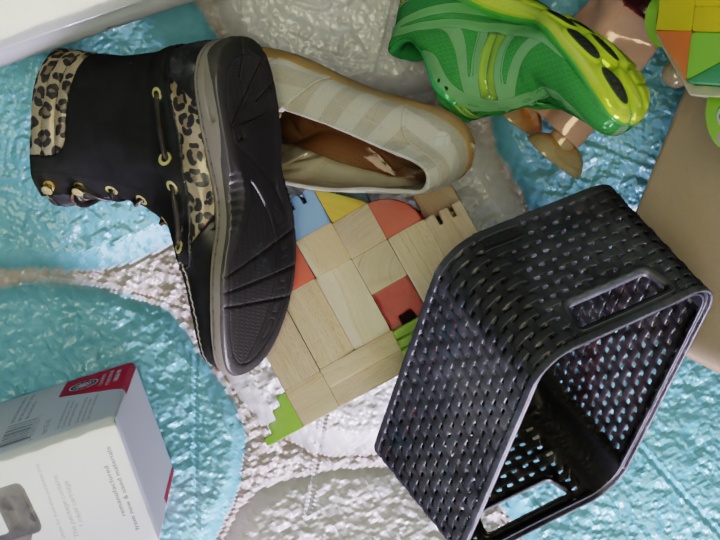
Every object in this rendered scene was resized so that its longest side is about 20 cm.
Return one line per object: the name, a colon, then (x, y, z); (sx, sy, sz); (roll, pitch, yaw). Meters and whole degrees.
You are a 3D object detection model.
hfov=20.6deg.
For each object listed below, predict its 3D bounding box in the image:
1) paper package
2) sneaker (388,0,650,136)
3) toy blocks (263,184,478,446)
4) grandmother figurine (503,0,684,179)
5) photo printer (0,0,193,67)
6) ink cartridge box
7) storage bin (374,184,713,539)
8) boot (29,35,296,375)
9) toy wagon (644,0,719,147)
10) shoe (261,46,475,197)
paper package: (0.267, -0.019, 1.150); (0.103, 0.200, 0.191); (15, 101, -44)
sneaker: (0.092, -0.118, 1.163); (0.074, 0.200, 0.084); (15, 105, -44)
toy blocks: (0.000, 0.000, 1.221); (0.200, 0.100, 0.137); (-29, 87, 3)
grandmother figurine: (0.165, -0.159, 1.195); (0.121, 0.061, 0.200); (46, 104, 20)
photo printer: (-0.161, -0.228, 1.182); (0.200, 0.069, 0.166); (-19, 96, 3)
ink cartridge box: (-0.224, 0.137, 1.204); (0.200, 0.145, 0.083); (-18, 101, 2)
storage bin: (0.102, 0.061, 1.153); (0.135, 0.200, 0.094); (-21, 56, -31)
boot: (-0.121, -0.043, 1.185); (0.151, 0.073, 0.200); (7, 110, 33)
toy wagon: (0.219, -0.147, 1.083); (0.040, 0.155, 0.200); (5, 94, -37)
shoe: (-0.032, -0.085, 1.181); (0.200, 0.053, 0.070); (14, 130, 21)
